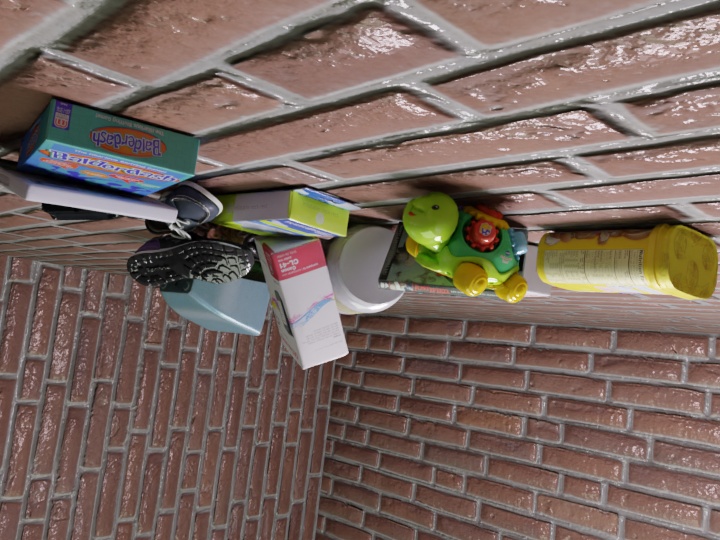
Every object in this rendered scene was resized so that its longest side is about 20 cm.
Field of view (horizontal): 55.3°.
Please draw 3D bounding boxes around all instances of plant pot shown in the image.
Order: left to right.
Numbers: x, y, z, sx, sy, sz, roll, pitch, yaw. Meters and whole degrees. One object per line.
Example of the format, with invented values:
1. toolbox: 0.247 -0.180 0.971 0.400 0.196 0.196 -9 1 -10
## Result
1. plant pot: -0.341 0.024 1.585 0.195 0.197 0.200 1 162 39

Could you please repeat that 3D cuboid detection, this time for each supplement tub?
1. supplement tub: 0.000 0.000 1.164 0.144 0.146 0.200 8 174 -14

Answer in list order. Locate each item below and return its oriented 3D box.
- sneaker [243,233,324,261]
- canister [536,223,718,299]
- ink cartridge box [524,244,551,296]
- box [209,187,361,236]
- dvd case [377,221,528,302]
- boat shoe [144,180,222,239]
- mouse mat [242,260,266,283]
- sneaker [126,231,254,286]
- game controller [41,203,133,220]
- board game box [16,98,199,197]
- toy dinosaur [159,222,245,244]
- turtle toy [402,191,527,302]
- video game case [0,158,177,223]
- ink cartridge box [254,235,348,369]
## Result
1. sneaker: -0.137 -0.037 1.328 0.199 0.067 0.090 9 176 -4
2. canister: 0.369 -0.011 0.966 0.148 0.087 0.199 12 173 -40
3. ink cartridge box: 0.205 -0.007 1.162 0.199 0.085 0.146 10 173 -28
4. box: -0.112 -0.082 1.007 0.199 0.048 0.122 2 172 41
5. dvd case: 0.138 -0.017 0.999 0.199 0.146 0.022 4 131 17
6. boat shoe: -0.265 -0.085 1.000 0.200 0.062 0.075 3 141 53
7. mouse mat: -0.206 -0.020 1.368 0.199 0.008 0.161 11 -152 -6
8. sneaker: -0.252 -0.033 1.051 0.199 0.076 0.088 -2 -144 14
9. game controller: -0.465 -0.109 1.206 0.199 0.042 0.104 3 -173 33
10. board game box: -0.290 -0.129 0.775 0.151 0.045 0.200 11 172 -32
11. toy dinosaur: -0.258 -0.067 1.135 0.199 0.086 0.136 11 174 15
12. turtle toy: 0.131 -0.038 0.875 0.199 0.102 0.146 11 -161 -38
13. video game case: -0.368 -0.105 0.886 0.182 0.022 0.199 23 -170 39
14. ink cartridge box: -0.098 0.039 1.120 0.085 0.201 0.148 -17 -163 -16
